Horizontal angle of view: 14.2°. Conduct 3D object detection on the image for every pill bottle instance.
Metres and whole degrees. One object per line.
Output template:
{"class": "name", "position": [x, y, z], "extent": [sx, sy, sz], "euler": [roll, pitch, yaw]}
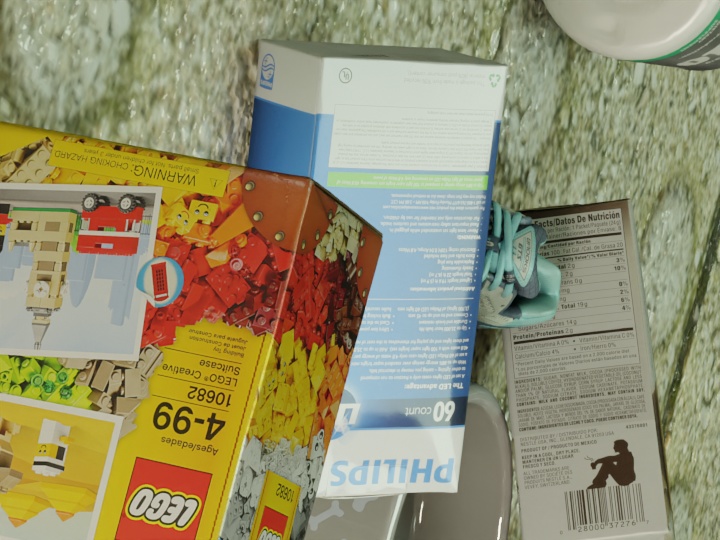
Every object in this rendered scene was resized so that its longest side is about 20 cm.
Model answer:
{"class": "pill bottle", "position": [0.184, -0.171, 1.646], "extent": [0.200, 0.113, 0.113], "euler": [-5, 104, -66]}

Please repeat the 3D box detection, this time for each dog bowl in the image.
{"class": "dog bowl", "position": [0.020, 0.139, 1.475], "extent": [0.200, 0.059, 0.201], "euler": [-40, 135, -55]}

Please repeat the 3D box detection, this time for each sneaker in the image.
{"class": "sneaker", "position": [0.047, -0.022, 1.430], "extent": [0.200, 0.086, 0.078], "euler": [37, 66, -64]}

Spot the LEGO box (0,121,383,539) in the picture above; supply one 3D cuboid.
{"class": "LEGO box", "position": [-0.110, 0.033, 0.945], "extent": [0.077, 0.200, 0.149], "euler": [37, 66, -65]}

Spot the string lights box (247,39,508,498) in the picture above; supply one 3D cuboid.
{"class": "string lights box", "position": [0.000, 0.000, 1.311], "extent": [0.103, 0.059, 0.201], "euler": [1, 102, -33]}

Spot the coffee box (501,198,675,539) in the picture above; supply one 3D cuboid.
{"class": "coffee box", "position": [0.120, 0.076, 1.547], "extent": [0.113, 0.080, 0.200], "euler": [73, 11, -59]}
